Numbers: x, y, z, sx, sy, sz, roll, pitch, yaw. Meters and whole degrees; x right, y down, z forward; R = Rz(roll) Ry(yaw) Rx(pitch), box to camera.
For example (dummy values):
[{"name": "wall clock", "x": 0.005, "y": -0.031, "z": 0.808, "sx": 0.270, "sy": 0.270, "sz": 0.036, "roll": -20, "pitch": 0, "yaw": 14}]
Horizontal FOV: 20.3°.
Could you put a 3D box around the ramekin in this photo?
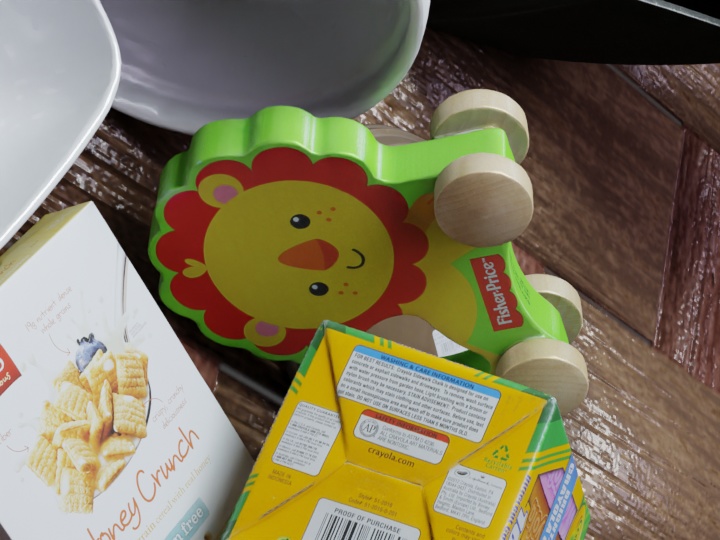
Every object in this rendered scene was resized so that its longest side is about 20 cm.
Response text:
[{"name": "ramekin", "x": -0.062, "y": -0.164, "z": 0.934, "sx": 0.200, "sy": 0.200, "sz": 0.105, "roll": 41, "pitch": 44, "yaw": -35}]

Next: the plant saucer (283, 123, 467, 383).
[{"name": "plant saucer", "x": 0.028, "y": 0.015, "z": 1.115, "sx": 0.200, "sy": 0.029, "sz": 0.200, "roll": 14, "pitch": 70, "yaw": -47}]

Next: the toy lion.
[{"name": "toy lion", "x": 0.000, "y": 0.000, "z": 0.981, "sx": 0.069, "sy": 0.191, "sz": 0.200, "roll": -89, "pitch": 162, "yaw": -46}]

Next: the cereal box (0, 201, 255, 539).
[{"name": "cereal box", "x": -0.122, "y": 0.089, "z": 0.921, "sx": 0.200, "sy": 0.039, "sz": 0.144, "roll": 60, "pitch": 43, "yaw": -20}]

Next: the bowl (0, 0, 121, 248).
[{"name": "bowl", "x": -0.195, "y": -0.083, "z": 0.683, "sx": 0.200, "sy": 0.075, "sz": 0.200, "roll": 57, "pitch": 45, "yaw": -23}]

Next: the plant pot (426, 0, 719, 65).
[{"name": "plant pot", "x": 0.124, "y": -0.217, "z": 1.162, "sx": 0.200, "sy": 0.177, "sz": 0.200, "roll": 9, "pitch": 75, "yaw": -48}]

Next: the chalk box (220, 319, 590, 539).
[{"name": "chalk box", "x": 0.031, "y": 0.134, "z": 0.980, "sx": 0.124, "sy": 0.125, "sz": 0.200, "roll": -65, "pitch": 159, "yaw": -20}]
